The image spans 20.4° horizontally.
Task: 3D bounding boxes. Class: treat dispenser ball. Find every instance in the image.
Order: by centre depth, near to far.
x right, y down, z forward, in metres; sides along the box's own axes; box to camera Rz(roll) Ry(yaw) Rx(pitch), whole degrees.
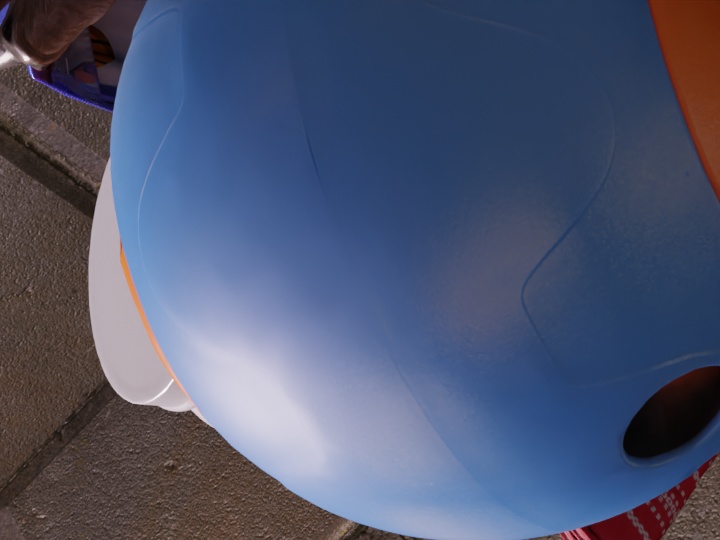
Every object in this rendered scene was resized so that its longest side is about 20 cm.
[{"bbox_3d":[0.031,-0.027,0.549,0.201,0.201,0.201,44,-174,-6],"label":"treat dispenser ball"}]

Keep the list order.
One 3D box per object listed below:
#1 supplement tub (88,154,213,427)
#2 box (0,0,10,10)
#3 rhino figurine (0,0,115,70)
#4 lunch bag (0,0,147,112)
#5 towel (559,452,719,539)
[{"bbox_3d":[0.000,0.000,0.845,0.199,0.146,0.145,5,-152,-30],"label":"supplement tub"},{"bbox_3d":[-0.096,-0.157,0.574,0.075,0.200,0.100,40,-172,-37],"label":"box"},{"bbox_3d":[-0.055,-0.130,0.628,0.060,0.200,0.088,37,-162,-33],"label":"rhino figurine"},{"bbox_3d":[-0.057,-0.135,0.780,0.170,0.199,0.124,-131,30,-52],"label":"lunch bag"},{"bbox_3d":[0.111,0.015,0.808,0.022,0.200,0.145,-19,112,50],"label":"towel"}]
